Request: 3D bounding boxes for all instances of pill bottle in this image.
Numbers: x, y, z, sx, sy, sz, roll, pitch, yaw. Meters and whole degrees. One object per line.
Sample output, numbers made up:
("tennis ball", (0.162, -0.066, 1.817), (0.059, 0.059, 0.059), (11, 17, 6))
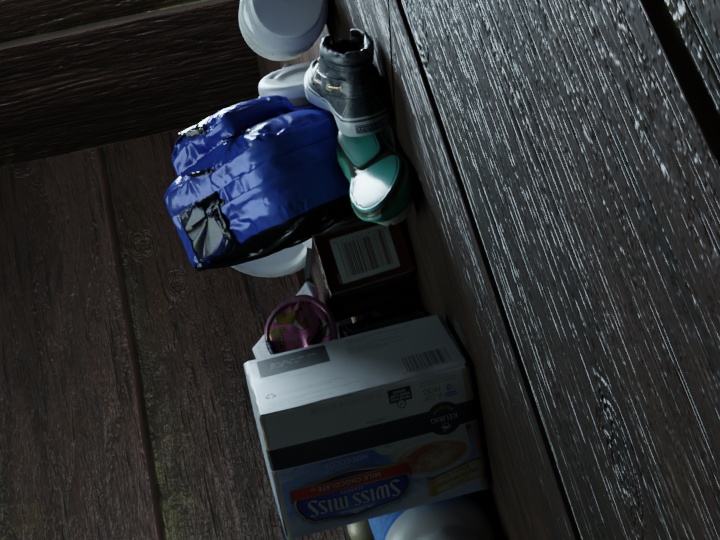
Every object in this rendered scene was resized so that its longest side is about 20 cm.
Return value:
("pill bottle", (-0.098, -0.333, 1.909), (0.200, 0.113, 0.116), (-151, 48, -84))
("pill bottle", (-0.044, -0.134, 1.749), (0.120, 0.118, 0.202), (-115, 13, -69))
("pill bottle", (0.068, 0.250, 1.440), (0.200, 0.111, 0.113), (-114, 12, -65))

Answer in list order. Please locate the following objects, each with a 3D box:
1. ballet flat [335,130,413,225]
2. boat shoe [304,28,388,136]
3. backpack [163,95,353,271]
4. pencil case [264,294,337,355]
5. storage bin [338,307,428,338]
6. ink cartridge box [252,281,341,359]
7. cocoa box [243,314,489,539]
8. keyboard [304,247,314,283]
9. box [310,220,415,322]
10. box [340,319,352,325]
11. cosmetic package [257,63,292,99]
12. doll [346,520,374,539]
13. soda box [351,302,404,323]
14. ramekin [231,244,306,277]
("ballet flat", (0.023, -0.086, 1.495), (0.071, 0.067, 0.200), (54, -172, -29))
("boat shoe", (-0.017, -0.214, 1.567), (0.200, 0.070, 0.092), (-126, 25, -62))
("backpack", (-0.104, -0.101, 1.617), (0.199, 0.162, 0.169), (-19, 98, 47))
("pencil case", (-0.061, 0.085, 1.673), (0.083, 0.087, 0.200), (39, 173, 7))
("storage bin", (0.044, 0.150, 1.606), (0.135, 0.093, 0.202), (-153, 52, -84))
("ink cartridge box", (-0.063, 0.118, 1.847), (0.042, 0.120, 0.200), (29, -161, -32))
("cocoa box", (0.005, 0.144, 1.397), (0.134, 0.198, 0.132), (-117, 14, -69))
("keyboard", (-0.053, -0.085, 1.844), (0.127, 0.020, 0.202), (17, -108, -47))
("box", (0.000, 0.000, 1.680), (0.200, 0.099, 0.076), (101, 151, -77))
("box", (0.006, 0.066, 1.928), (0.095, 0.077, 0.202), (121, 137, -84))
("cosmetic package", (-0.121, -0.161, 1.976), (0.200, 0.107, 0.085), (-46, 12, 36))
("doll", (-0.014, 0.229, 1.647), (0.200, 0.048, 0.138), (-119, 25, -53))
("soda box", (0.028, 0.085, 1.798), (0.068, 0.063, 0.202), (93, 163, -76))
("ramekin", (-0.121, -0.082, 1.920), (0.095, 0.200, 0.204), (-70, -23, -51))
